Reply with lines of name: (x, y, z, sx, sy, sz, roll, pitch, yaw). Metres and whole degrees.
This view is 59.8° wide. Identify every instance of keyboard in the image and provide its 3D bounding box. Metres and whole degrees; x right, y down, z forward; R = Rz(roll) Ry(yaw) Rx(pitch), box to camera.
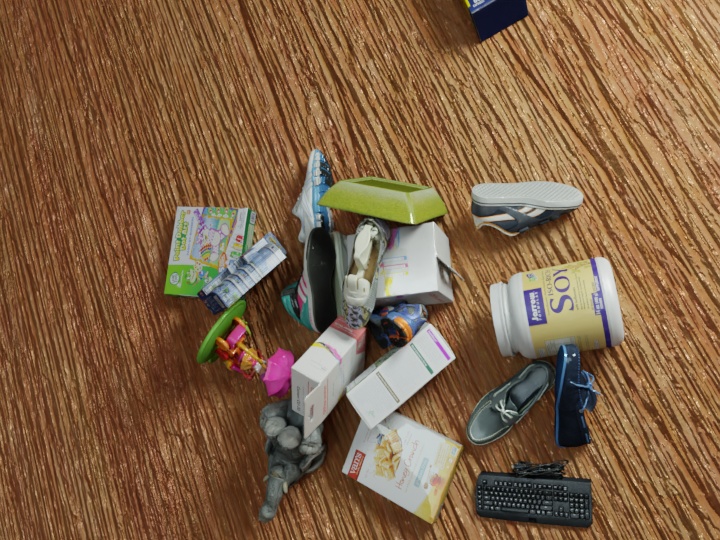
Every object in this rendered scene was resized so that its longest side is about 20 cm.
keyboard: (0.290, 0.376, 1.064, 0.195, 0.040, 0.107, -3, 80, 21)

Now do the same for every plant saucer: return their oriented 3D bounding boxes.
plant saucer: (0.048, -0.138, 1.168, 0.195, 0.199, 0.049, 14, 106, 23)

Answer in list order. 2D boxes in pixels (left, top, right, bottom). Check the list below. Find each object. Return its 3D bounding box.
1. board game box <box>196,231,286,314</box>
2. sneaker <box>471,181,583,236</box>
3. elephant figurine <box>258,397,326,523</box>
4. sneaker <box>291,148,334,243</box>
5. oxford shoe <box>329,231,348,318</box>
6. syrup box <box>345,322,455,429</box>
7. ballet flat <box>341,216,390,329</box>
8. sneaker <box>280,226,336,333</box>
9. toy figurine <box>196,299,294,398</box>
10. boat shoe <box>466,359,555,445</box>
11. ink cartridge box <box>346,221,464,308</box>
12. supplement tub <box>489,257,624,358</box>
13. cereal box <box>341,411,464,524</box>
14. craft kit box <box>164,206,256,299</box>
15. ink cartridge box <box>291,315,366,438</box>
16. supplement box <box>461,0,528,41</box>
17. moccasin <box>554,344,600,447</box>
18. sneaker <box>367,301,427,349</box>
board game box: (-0.225, -0.004, 1.259, 0.200, 0.199, 0.062, -44, 99, -21)
sneaker: (0.298, -0.112, 1.135, 0.194, 0.079, 0.081, 2, 124, 9)
elephant figurine: (-0.135, 0.350, 1.202, 0.142, 0.151, 0.205, -126, 35, -50)
sneaker: (-0.106, -0.152, 1.308, 0.085, 0.075, 0.206, -6, 78, 26)
oxford shoe: (-0.030, 0.023, 1.250, 0.056, 0.075, 0.206, 1, 79, -24)
syrup box: (0.070, 0.186, 1.133, 0.198, 0.079, 0.082, -38, 91, -3)
ballet flat: (0.000, 0.000, 1.097, 0.070, 0.072, 0.206, 12, 85, 23)
sneaker: (-0.106, 0.019, 1.248, 0.119, 0.082, 0.206, 1, 92, 49)
toy figurine: (-0.213, 0.186, 1.260, 0.182, 0.201, 0.151, 36, 60, 5)
boat shoe: (0.258, 0.230, 1.092, 0.199, 0.062, 0.073, -43, 68, 10)
ink cartridge box: (0.088, -0.004, 1.169, 0.195, 0.128, 0.129, -8, 77, 20)
supplement tub: (0.326, 0.067, 1.049, 0.195, 0.145, 0.150, -12, 76, 19)
cereal box: (0.076, 0.348, 1.155, 0.196, 0.039, 0.147, 21, 87, 24)
craft kit box: (-0.335, -0.039, 1.395, 0.192, 0.048, 0.206, 2, 81, 25)
ink cartridge box: (-0.067, 0.193, 1.145, 0.066, 0.200, 0.119, 22, 132, 22)
supplement box: (0.237, -0.580, 1.225, 0.107, 0.109, 0.204, -25, 72, 15)
moccasin: (0.352, 0.202, 1.019, 0.066, 0.204, 0.081, 0, 37, 15)
sneaker: (0.065, 0.096, 1.149, 0.077, 0.199, 0.077, -31, 100, -19)
